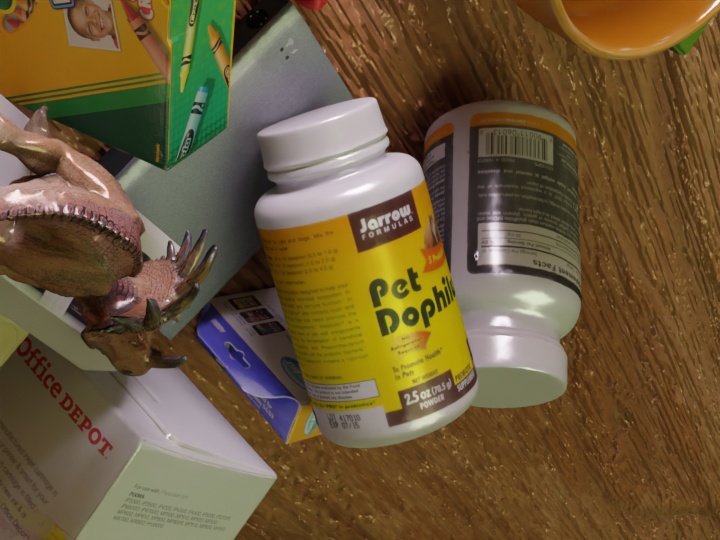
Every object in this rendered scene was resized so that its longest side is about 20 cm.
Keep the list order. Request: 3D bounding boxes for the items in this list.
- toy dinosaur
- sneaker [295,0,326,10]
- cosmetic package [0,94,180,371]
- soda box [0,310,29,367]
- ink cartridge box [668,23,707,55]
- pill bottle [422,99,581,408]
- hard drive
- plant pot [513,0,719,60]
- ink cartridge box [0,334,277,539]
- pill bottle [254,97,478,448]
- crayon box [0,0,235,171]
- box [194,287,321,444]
[{"bbox_3d":[-0.127,-0.013,0.585,0.086,0.135,0.200,-53,-179,-7],"label":"toy dinosaur"},{"bbox_3d":[-0.061,-0.196,0.688,0.200,0.077,0.085,23,104,-53],"label":"sneaker"},{"bbox_3d":[-0.182,-0.028,0.673,0.200,0.050,0.083,44,55,-43],"label":"cosmetic package"},{"bbox_3d":[-0.267,0.005,0.659,0.068,0.064,0.200,-50,144,0],"label":"soda box"},{"bbox_3d":[0.206,-0.270,0.850,0.076,0.148,0.201,21,105,-53],"label":"ink cartridge box"},{"bbox_3d":[0.100,-0.011,0.914,0.116,0.116,0.202,38,49,-55],"label":"pill bottle"},{"bbox_3d":[-0.092,-0.062,0.814,0.200,0.033,0.140,-46,144,-6],"label":"hard drive"},{"bbox_3d":[0.123,-0.251,0.740,0.199,0.183,0.201,-23,134,-27],"label":"plant pot"},{"bbox_3d":[-0.184,0.154,0.812,0.201,0.145,0.144,-54,144,6],"label":"ink cartridge box"},{"bbox_3d":[0.000,0.000,0.794,0.109,0.109,0.201,-24,105,-31],"label":"pill bottle"},{"bbox_3d":[-0.120,-0.163,0.610,0.058,0.118,0.201,-43,150,-47],"label":"crayon box"},{"bbox_3d":[-0.024,0.059,0.921,0.199,0.119,0.042,-11,133,-41],"label":"box"}]
